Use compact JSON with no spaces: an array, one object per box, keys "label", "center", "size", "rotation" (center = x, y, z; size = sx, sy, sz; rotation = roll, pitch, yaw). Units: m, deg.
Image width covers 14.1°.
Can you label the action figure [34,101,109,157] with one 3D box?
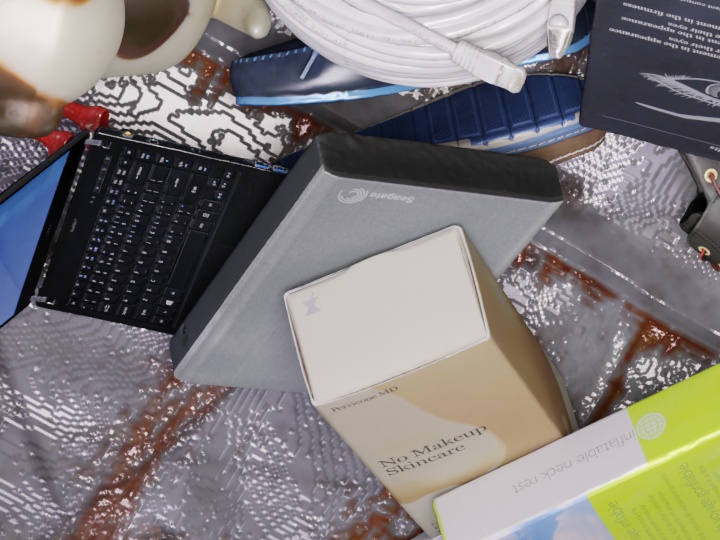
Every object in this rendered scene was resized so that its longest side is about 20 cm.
[{"label":"action figure","center":[-0.241,-0.076,1.576],"size":[0.199,0.065,0.099],"rotation":[25,120,16]}]

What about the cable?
[{"label":"cable","center":[0.035,-0.193,1.488],"size":[0.199,0.069,0.201],"rotation":[18,77,11]}]

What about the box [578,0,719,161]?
[{"label":"box","center":[0.192,-0.135,1.432],"size":[0.147,0.200,0.105],"rotation":[14,72,5]}]

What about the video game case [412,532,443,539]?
[{"label":"video game case","center":[0.134,0.174,1.662],"size":[0.200,0.018,0.143],"rotation":[-31,104,13]}]

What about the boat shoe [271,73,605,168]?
[{"label":"boat shoe","center":[0.044,-0.049,1.582],"size":[0.199,0.072,0.073],"rotation":[-15,118,11]}]

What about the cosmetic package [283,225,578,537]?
[{"label":"cosmetic package","center":[0.044,0.063,1.551],"size":[0.105,0.071,0.200],"rotation":[-22,150,11]}]

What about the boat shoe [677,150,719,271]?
[{"label":"boat shoe","center":[0.202,-0.031,1.570],"size":[0.063,0.074,0.202],"rotation":[-21,99,2]}]

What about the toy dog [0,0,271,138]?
[{"label":"toy dog","center":[-0.156,-0.135,1.481],"size":[0.193,0.200,0.140],"rotation":[30,110,4]}]

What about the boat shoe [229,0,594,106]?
[{"label":"boat shoe","center":[0.024,-0.133,1.556],"size":[0.199,0.084,0.069],"rotation":[-13,100,-10]}]

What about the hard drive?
[{"label":"hard drive","center":[0.000,0.000,1.537],"size":[0.139,0.033,0.200],"rotation":[6,144,-26]}]

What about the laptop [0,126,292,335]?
[{"label":"laptop","center":[-0.136,0.016,1.534],"size":[0.199,0.104,0.177],"rotation":[12,146,-11]}]

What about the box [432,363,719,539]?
[{"label":"box","center":[0.133,0.138,1.582],"size":[0.199,0.048,0.122],"rotation":[-26,138,10]}]
